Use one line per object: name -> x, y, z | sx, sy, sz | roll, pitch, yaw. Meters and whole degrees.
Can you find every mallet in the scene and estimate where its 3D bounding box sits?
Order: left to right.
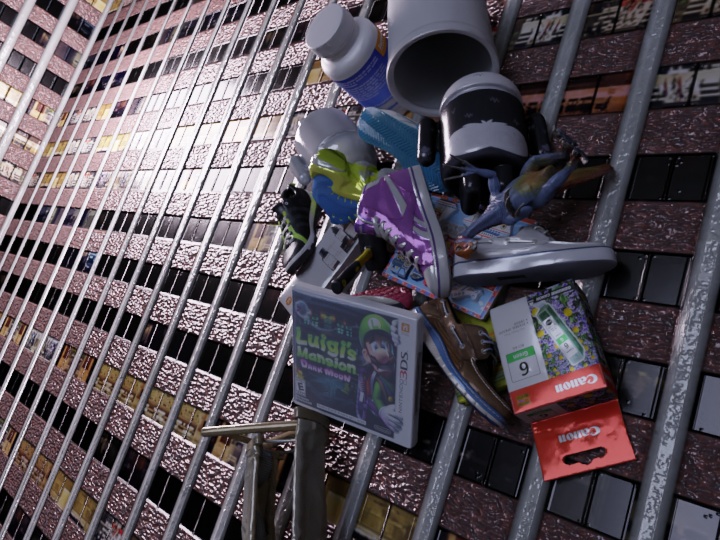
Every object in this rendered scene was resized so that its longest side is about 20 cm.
mallet -> 0.000, 0.000, 0.908 | 0.041, 0.066, 0.200 | -10, 22, 21

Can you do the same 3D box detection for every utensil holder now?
utensil holder -> 0.122, -0.373, 0.995 | 0.169, 0.169, 0.202 | -24, 51, 32

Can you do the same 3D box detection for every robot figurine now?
robot figurine -> -0.042, -0.205, 1.095 | 0.169, 0.113, 0.200 | -30, 46, -4
robot figurine -> 0.170, -0.176, 0.877 | 0.125, 0.149, 0.202 | -32, 48, 48

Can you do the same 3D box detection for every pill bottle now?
pill bottle -> 0.005, -0.349, 1.064 | 0.111, 0.199, 0.113 | -21, 56, 34

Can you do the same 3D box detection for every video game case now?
video game case -> -0.010, 0.123, 0.844 | 0.198, 0.023, 0.184 | 13, 112, 32

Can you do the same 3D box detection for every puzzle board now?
puzzle board -> 0.132, -0.029, 0.893 | 0.199, 0.017, 0.152 | 24, 81, 46

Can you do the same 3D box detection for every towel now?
towel -> 0.149, 0.073, 0.842 | 0.086, 0.018, 0.202 | -26, 52, 24

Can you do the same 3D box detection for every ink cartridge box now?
ink cartridge box -> 0.222, 0.121, 0.714 | 0.108, 0.050, 0.202 | -24, 53, 26

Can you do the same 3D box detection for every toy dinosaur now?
toy dinosaur -> 0.196, -0.077, 0.763 | 0.182, 0.199, 0.105 | -54, 29, 26

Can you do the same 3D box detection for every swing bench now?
swing bench -> -0.121, 0.317, 0.887 | 0.199, 0.130, 0.201 | -17, 57, 30

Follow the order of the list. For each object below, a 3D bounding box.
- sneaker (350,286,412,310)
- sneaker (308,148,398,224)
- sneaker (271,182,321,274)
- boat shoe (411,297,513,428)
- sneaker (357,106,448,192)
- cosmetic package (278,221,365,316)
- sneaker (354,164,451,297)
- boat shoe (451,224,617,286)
sneaker -> -0.001, 0.073, 0.945 | 0.199, 0.080, 0.075 | -22, 82, 39
sneaker -> 0.008, -0.110, 0.981 | 0.199, 0.076, 0.106 | 28, 131, 14
sneaker -> -0.122, -0.076, 1.092 | 0.072, 0.082, 0.201 | -46, 25, 35
boat shoe -> 0.130, 0.100, 0.779 | 0.072, 0.072, 0.200 | -39, 50, 3
sneaker -> 0.089, -0.194, 0.993 | 0.200, 0.080, 0.077 | 44, 121, 26
cosmetic package -> -0.048, -0.005, 1.041 | 0.201, 0.050, 0.083 | -54, 42, 6
sneaker -> 0.054, -0.042, 0.861 | 0.113, 0.073, 0.202 | -15, 59, 1
boat shoe -> 0.206, -0.024, 0.776 | 0.198, 0.074, 0.066 | -4, 71, 24
